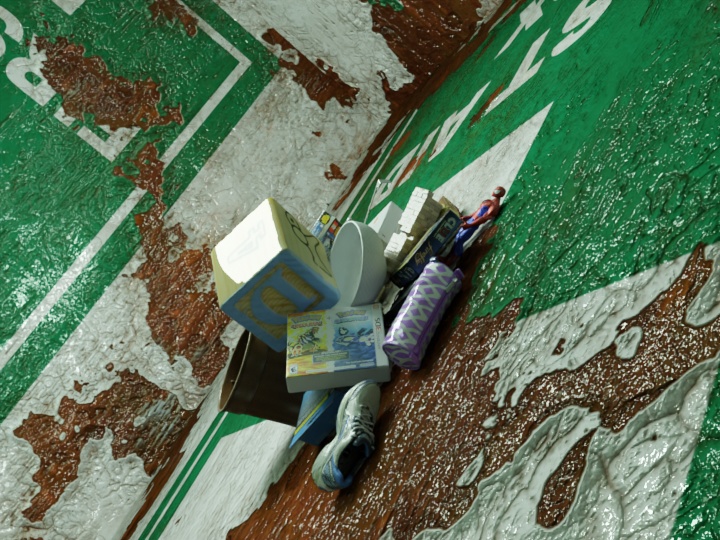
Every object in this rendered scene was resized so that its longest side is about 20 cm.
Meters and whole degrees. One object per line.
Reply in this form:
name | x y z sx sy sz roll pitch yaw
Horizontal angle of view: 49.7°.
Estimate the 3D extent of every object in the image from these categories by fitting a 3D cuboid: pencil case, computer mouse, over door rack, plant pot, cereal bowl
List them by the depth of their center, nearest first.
pencil case | 0.115 0.080 1.388 0.084 0.084 0.202 2 54 48
computer mouse | 0.111 0.051 1.569 0.139 0.052 0.200 -52 1 -28
cereal bowl | 0.000 0.000 1.639 0.199 0.081 0.206 -172 90 -67
plant pot | -0.198 0.253 1.755 0.202 0.195 0.202 -58 19 33
over door rack | 0.032 -0.096 1.812 0.202 0.065 0.149 -60 42 27

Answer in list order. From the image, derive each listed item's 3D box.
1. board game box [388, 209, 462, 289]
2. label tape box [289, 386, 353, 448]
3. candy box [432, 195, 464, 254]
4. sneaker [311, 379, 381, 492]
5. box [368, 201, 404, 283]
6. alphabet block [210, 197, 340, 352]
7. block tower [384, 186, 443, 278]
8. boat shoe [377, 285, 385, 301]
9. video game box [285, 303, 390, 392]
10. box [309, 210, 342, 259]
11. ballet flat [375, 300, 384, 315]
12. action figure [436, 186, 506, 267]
board game box | 0.126 -0.038 1.549 0.136 0.034 0.200 -50 0 -12
label tape box | -0.064 0.273 1.561 0.145 0.063 0.201 -49 11 20
candy box | 0.147 -0.062 1.741 0.201 0.055 0.116 -52 12 14
sneaker | -0.003 0.280 1.307 0.085 0.076 0.203 -15 46 56
box | 0.044 -0.046 1.984 0.200 0.106 0.154 -43 15 40
alphabet block | -0.183 0.008 1.654 0.195 0.195 0.202 -38 37 12
block tower | 0.107 -0.074 1.672 0.054 0.057 0.203 23 87 54
boat shoe | -0.008 0.072 1.927 0.073 0.072 0.199 -58 12 -30
video game box | -0.045 0.146 1.501 0.184 0.195 0.048 -97 0 -55
box | -0.083 -0.049 1.889 0.138 0.039 0.200 -56 -21 -5
ballet flat | 0.024 0.101 1.727 0.074 0.073 0.200 -51 11 2
action figure | 0.220 -0.089 1.552 0.200 0.051 0.066 -48 7 17
